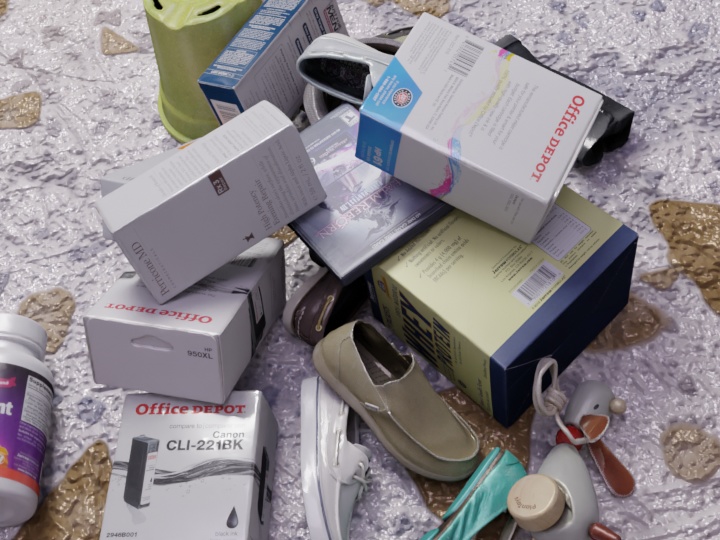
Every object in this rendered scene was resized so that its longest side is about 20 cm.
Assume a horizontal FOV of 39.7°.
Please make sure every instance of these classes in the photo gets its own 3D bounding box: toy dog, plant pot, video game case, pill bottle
[{"bbox_3d":[0.210,0.185,0.915,0.096,0.132,0.202,1,64,36],"label":"toy dog"},{"bbox_3d":[-0.181,-0.283,1.234,0.198,0.185,0.202,-4,56,7],"label":"plant pot"},{"bbox_3d":[-0.015,-0.085,1.029,0.142,0.019,0.200,-35,51,-11],"label":"video game case"},{"bbox_3d":[-0.377,0.150,1.026,0.110,0.112,0.201,-6,56,5],"label":"pill bottle"}]

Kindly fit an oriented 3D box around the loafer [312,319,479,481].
[{"bbox_3d":[0.039,0.125,0.972,0.200,0.068,0.076,39,43,7],"label":"loafer"}]

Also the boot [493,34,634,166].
[{"bbox_3d":[0.199,-0.182,1.187,0.165,0.066,0.200,-40,65,-15],"label":"boot"}]

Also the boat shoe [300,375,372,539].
[{"bbox_3d":[-0.019,0.191,0.973,0.065,0.072,0.201,-11,48,7],"label":"boat shoe"}]

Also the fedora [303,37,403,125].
[{"bbox_3d":[0.025,-0.176,1.165,0.176,0.091,0.201,-25,62,-15],"label":"fedora"}]

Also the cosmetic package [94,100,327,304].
[{"bbox_3d":[-0.143,-0.067,0.971,0.199,0.102,0.074,-35,40,-10],"label":"cosmetic package"}]

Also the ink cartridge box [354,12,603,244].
[{"bbox_3d":[0.114,-0.138,0.968,0.199,0.085,0.145,27,63,10],"label":"ink cartridge box"}]

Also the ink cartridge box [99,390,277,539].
[{"bbox_3d":[-0.164,0.222,0.962,0.143,0.084,0.201,-2,56,7],"label":"ink cartridge box"}]

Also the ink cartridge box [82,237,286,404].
[{"bbox_3d":[-0.175,0.040,1.034,0.143,0.085,0.200,6,30,13],"label":"ink cartridge box"}]

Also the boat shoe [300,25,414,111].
[{"bbox_3d":[0.007,-0.256,1.260,0.199,0.072,0.066,-19,44,-1],"label":"boat shoe"}]

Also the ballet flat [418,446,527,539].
[{"bbox_3d":[0.090,0.254,0.917,0.070,0.067,0.200,43,74,10],"label":"ballet flat"}]

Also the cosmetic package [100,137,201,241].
[{"bbox_3d":[-0.189,-0.088,1.112,0.101,0.072,0.200,11,24,20],"label":"cosmetic package"}]

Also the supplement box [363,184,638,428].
[{"bbox_3d":[0.140,0.007,1.023,0.200,0.135,0.199,-41,60,-17],"label":"supplement box"}]

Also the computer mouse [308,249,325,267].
[{"bbox_3d":[-0.004,-0.076,1.168,0.058,0.034,0.201,19,55,18],"label":"computer mouse"}]

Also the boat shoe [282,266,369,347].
[{"bbox_3d":[0.000,0.000,1.086,0.059,0.072,0.200,29,70,35],"label":"boat shoe"}]

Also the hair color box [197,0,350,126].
[{"bbox_3d":[-0.097,-0.247,1.168,0.060,0.100,0.201,17,59,31],"label":"hair color box"}]

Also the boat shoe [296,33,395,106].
[{"bbox_3d":[0.021,-0.198,1.077,0.200,0.070,0.072,23,42,19],"label":"boat shoe"}]
